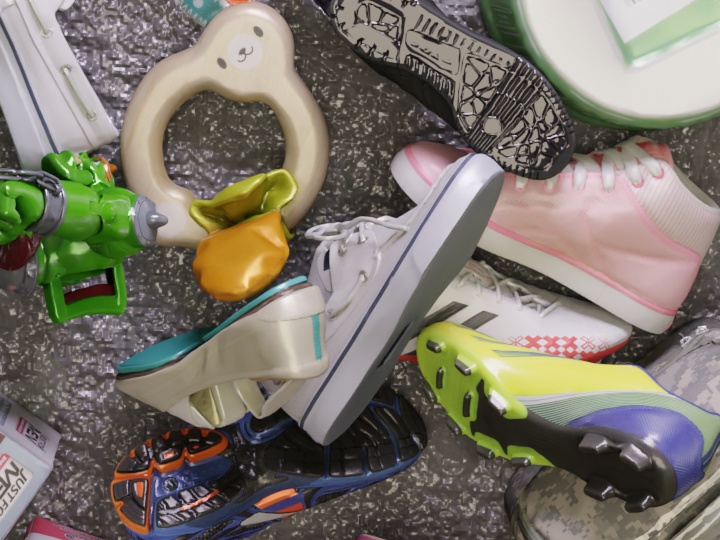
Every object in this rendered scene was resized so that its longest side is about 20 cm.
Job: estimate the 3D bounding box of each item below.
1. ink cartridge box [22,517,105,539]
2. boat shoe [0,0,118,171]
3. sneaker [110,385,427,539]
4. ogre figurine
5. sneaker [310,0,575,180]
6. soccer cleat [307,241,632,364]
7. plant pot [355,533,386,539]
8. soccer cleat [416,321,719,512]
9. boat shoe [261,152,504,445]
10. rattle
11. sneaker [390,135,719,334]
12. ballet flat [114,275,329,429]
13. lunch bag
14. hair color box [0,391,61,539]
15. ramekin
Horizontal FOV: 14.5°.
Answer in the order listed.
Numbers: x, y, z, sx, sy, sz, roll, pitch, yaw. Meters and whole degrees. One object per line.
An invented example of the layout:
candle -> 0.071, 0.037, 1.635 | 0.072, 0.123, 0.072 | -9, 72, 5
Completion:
ink cartridge box -> -0.144, 0.226, 1.644 | 0.145, 0.200, 0.085 | 19, 97, -5
boat shoe -> -0.198, -0.157, 1.654 | 0.067, 0.074, 0.201 | -20, 112, -2
sneaker -> -0.056, 0.119, 1.703 | 0.199, 0.079, 0.076 | -13, 64, -13
ogre figurine -> -0.193, -0.019, 1.625 | 0.119, 0.200, 0.098 | 5, 58, -27
sneaker -> 0.039, -0.129, 1.645 | 0.200, 0.104, 0.060 | 36, 97, -7
soccer cleat -> 0.064, 0.020, 1.688 | 0.199, 0.069, 0.086 | 1, 111, 2
plant pot -> 0.025, 0.262, 1.673 | 0.199, 0.200, 0.180 | 23, 81, -6
soccer cleat -> 0.118, 0.075, 1.611 | 0.084, 0.200, 0.065 | -34, 133, -34
boat shoe -> 0.002, 0.000, 1.628 | 0.086, 0.075, 0.202 | 39, 118, 13
rattle -> -0.083, -0.099, 1.632 | 0.130, 0.143, 0.201 | 12, 105, 14
sneaker -> 0.123, -0.050, 1.670 | 0.200, 0.075, 0.105 | 27, 109, -14
ballet flat -> -0.078, 0.059, 1.633 | 0.069, 0.200, 0.070 | 9, 72, -29
lunch bag -> 0.192, 0.133, 1.661 | 0.200, 0.168, 0.139 | -40, 99, 3
hair color box -> -0.275, 0.073, 1.666 | 0.200, 0.099, 0.061 | 35, 95, -7
ramekin -> 0.170, -0.176, 1.647 | 0.199, 0.098, 0.201 | 0, 99, -2
